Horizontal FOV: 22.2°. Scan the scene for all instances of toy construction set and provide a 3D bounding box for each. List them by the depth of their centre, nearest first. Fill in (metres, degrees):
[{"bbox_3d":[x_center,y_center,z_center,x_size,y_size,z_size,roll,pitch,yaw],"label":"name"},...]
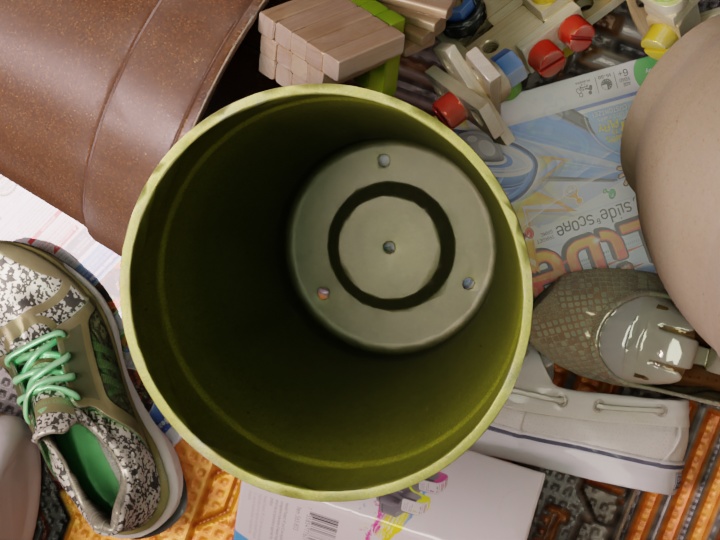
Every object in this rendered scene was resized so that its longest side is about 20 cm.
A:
[{"bbox_3d":[0.114,-0.130,1.008,0.200,0.092,0.131,-28,51,-18],"label":"toy construction set"}]

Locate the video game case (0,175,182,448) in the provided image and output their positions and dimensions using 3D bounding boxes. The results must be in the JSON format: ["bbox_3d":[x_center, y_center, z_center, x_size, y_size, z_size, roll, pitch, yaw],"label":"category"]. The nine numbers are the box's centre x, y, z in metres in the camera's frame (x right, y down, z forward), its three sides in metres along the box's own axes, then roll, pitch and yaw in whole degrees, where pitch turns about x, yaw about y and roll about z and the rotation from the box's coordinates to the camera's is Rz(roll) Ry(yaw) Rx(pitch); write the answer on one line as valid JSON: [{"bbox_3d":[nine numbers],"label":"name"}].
[{"bbox_3d":[-0.161,0.014,1.110,0.143,0.018,0.200,-45,88,7],"label":"video game case"}]

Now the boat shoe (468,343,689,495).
[{"bbox_3d":[0.093,0.074,1.059,0.200,0.071,0.070,13,89,3],"label":"boat shoe"}]

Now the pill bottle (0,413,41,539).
[{"bbox_3d":[-0.299,0.130,1.084,0.200,0.116,0.116,8,95,7],"label":"pill bottle"}]

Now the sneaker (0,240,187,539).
[{"bbox_3d":[-0.170,0.070,1.060,0.077,0.089,0.200,-33,89,8],"label":"sneaker"}]

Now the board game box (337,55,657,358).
[{"bbox_3d":[0.099,-0.036,1.067,0.200,0.034,0.136,-16,92,7],"label":"board game box"}]

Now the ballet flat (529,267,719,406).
[{"bbox_3d":[0.191,0.043,1.022,0.200,0.062,0.068,13,94,-11],"label":"ballet flat"}]

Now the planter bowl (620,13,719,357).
[{"bbox_3d":[0.220,-0.054,0.954,0.200,0.200,0.135,-52,50,7],"label":"planter bowl"}]

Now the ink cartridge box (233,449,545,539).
[{"bbox_3d":[0.032,0.153,1.043,0.200,0.115,0.068,18,51,5],"label":"ink cartridge box"}]

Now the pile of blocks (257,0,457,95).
[{"bbox_3d":[0.013,-0.136,0.983,0.082,0.200,0.062,18,130,14],"label":"pile of blocks"}]

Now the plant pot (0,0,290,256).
[{"bbox_3d":[-0.149,-0.120,1.013,0.198,0.200,0.200,26,96,8],"label":"plant pot"}]

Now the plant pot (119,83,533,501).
[{"bbox_3d":[0.000,0.000,0.962,0.200,0.193,0.201,1,97,11],"label":"plant pot"}]
